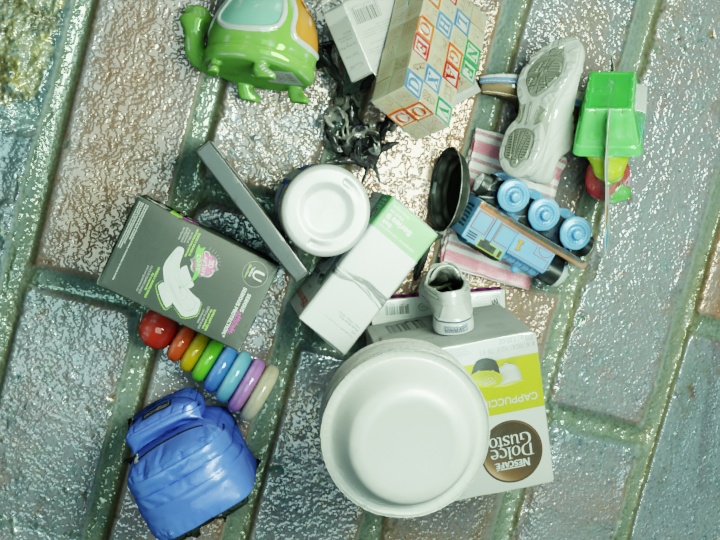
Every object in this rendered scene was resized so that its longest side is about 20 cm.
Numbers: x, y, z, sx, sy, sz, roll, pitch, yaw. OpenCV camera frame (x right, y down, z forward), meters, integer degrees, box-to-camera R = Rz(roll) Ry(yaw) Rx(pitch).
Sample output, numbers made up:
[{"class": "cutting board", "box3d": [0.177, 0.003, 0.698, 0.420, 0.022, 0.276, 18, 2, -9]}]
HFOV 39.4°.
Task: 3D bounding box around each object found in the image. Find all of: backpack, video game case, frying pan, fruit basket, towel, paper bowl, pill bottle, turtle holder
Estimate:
[{"class": "backpack", "box3d": [-0.232, 0.255, 1.311, 0.162, 0.200, 0.169, -33, 100, -3]}, {"class": "video game case", "box3d": [0.112, 0.122, 1.430, 0.197, 0.036, 0.184, -5, 97, -7]}, {"class": "frying pan", "box3d": [0.116, -0.072, 1.371, 0.031, 0.115, 0.193, 6, 96, -17]}, {"class": "fruit basket", "box3d": [0.337, -0.153, 1.331, 0.093, 0.186, 0.202, -3, 125, 19]}, {"class": "towel", "box3d": [0.203, -0.086, 1.425, 0.145, 0.030, 0.202, 15, 94, -10]}, {"class": "video game case", "box3d": [-0.140, -0.081, 1.296, 0.025, 0.181, 0.201, -37, 100, -2]}, {"class": "paper bowl", "box3d": [0.051, 0.186, 1.160, 0.198, 0.104, 0.204, -1, 98, -4]}, {"class": "pill bottle", "box3d": [-0.055, -0.081, 1.300, 0.110, 0.200, 0.114, -1, 96, -8]}, {"class": "turtle holder", "box3d": [-0.137, -0.298, 1.309, 0.140, 0.184, 0.134, 16, 82, -43]}]

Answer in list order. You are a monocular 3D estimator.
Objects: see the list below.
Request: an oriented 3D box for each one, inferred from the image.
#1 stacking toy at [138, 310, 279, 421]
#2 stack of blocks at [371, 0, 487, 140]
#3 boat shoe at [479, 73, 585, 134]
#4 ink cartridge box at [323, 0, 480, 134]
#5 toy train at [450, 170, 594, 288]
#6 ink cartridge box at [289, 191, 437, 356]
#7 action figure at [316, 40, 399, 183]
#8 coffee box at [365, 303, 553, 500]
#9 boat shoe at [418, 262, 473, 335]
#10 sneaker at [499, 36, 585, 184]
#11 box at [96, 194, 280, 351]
[{"class": "stacking toy", "box3d": [-0.213, 0.121, 1.365, 0.199, 0.085, 0.086, 31, 91, -5]}, {"class": "stack of blocks", "box3d": [0.090, -0.267, 1.266, 0.115, 0.058, 0.202, 34, 56, -33]}, {"class": "boat shoe", "box3d": [0.255, -0.224, 1.395, 0.197, 0.072, 0.073, 12, 96, -10]}, {"class": "ink cartridge box", "box3d": [0.058, -0.282, 1.314, 0.199, 0.044, 0.178, -33, 102, -45]}, {"class": "toy train", "box3d": [0.225, -0.054, 1.381, 0.199, 0.087, 0.115, 29, 99, -15]}, {"class": "ink cartridge box", "box3d": [0.000, 0.000, 1.344, 0.084, 0.146, 0.201, 38, 90, -11]}, {"class": "action figure", "box3d": [-0.003, -0.213, 1.345, 0.118, 0.102, 0.202, -18, 97, -18]}, {"class": "coffee box", "box3d": [0.123, 0.172, 1.318, 0.197, 0.200, 0.200, -9, 99, -5]}, {"class": "boat shoe", "box3d": [0.116, 0.021, 1.334, 0.073, 0.200, 0.066, -8, 108, -5]}, {"class": "sneaker", "box3d": [0.253, -0.209, 1.340, 0.099, 0.078, 0.202, 21, 92, -47]}, {"class": "box", "box3d": [-0.221, 0.000, 1.310, 0.198, 0.149, 0.125, 27, 90, -10]}]
